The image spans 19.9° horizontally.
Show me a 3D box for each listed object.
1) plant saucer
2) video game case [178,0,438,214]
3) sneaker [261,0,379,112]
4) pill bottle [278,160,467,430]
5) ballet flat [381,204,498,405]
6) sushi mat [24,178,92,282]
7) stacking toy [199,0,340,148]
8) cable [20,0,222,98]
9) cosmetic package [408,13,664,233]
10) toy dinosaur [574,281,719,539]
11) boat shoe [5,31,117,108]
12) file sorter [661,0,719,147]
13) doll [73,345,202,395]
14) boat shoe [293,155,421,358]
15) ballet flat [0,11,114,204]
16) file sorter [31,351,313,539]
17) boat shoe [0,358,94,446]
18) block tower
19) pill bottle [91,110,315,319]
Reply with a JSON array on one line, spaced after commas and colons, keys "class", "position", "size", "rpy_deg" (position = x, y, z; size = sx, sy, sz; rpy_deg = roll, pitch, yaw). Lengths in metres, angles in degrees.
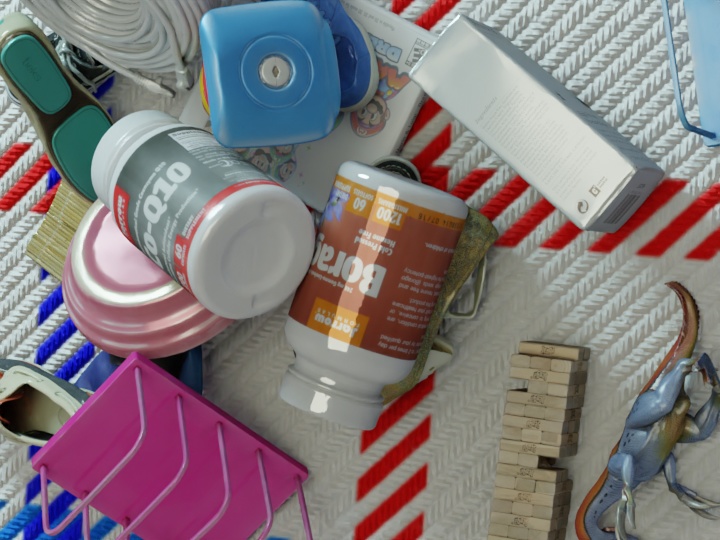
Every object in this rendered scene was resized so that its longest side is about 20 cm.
[{"class": "plant saucer", "position": [-0.173, -0.019, 1.776], "size": [0.200, 0.051, 0.201], "rpy_deg": [-12, 52, 16]}, {"class": "video game case", "position": [-0.044, -0.160, 1.792], "size": [0.200, 0.024, 0.182], "rpy_deg": [30, 100, 20]}, {"class": "sneaker", "position": [-0.059, -0.226, 1.726], "size": [0.077, 0.111, 0.200], "rpy_deg": [-27, 80, 20]}, {"class": "pill bottle", "position": [0.005, 0.021, 1.658], "size": [0.112, 0.112, 0.201], "rpy_deg": [21, 95, 21]}, {"class": "ballet flat", "position": [0.060, 0.040, 1.730], "size": [0.071, 0.071, 0.200], "rpy_deg": [28, 101, 20]}, {"class": "sushi mat", "position": [-0.215, -0.002, 1.865], "size": [0.200, 0.012, 0.096], "rpy_deg": [36, 102, 19]}, {"class": "stacking toy", "position": [-0.097, -0.152, 1.720], "size": [0.109, 0.200, 0.116], "rpy_deg": [-7, 89, -18]}, {"class": "cable", "position": [-0.210, -0.249, 1.705], "size": [0.200, 0.200, 0.069], "rpy_deg": [28, 63, 5]}, {"class": "cosmetic package", "position": [0.145, -0.119, 1.674], "size": [0.200, 0.102, 0.074], "rpy_deg": [44, 104, 16]}, {"class": "toy dinosaur", "position": [0.239, 0.147, 1.664], "size": [0.181, 0.105, 0.200], "rpy_deg": [-40, 37, 30]}, {"class": "boat shoe", "position": [-0.245, -0.197, 1.851], "size": [0.199, 0.068, 0.074], "rpy_deg": [-14, 84, 21]}, {"class": "file sorter", "position": [0.343, -0.183, 1.581], "size": [0.199, 0.123, 0.139], "rpy_deg": [-9, 86, 21]}, {"class": "doll", "position": [-0.188, 0.083, 1.821], "size": [0.200, 0.048, 0.137], "rpy_deg": [-47, 67, 23]}, {"class": "boat shoe", "position": [0.000, 0.000, 1.742], "size": [0.075, 0.060, 0.201], "rpy_deg": [18, 101, -2]}, {"class": "ballet flat", "position": [-0.270, -0.147, 1.823], "size": [0.069, 0.070, 0.200], "rpy_deg": [-9, 129, 22]}, {"class": "file sorter", "position": [-0.154, 0.198, 1.722], "size": [0.200, 0.126, 0.139], "rpy_deg": [37, 108, -26]}, {"class": "boat shoe", "position": [-0.297, 0.123, 1.826], "size": [0.200, 0.062, 0.071], "rpy_deg": [14, 98, 34]}, {"class": "block tower", "position": [0.145, 0.160, 1.693], "size": [0.058, 0.054, 0.201], "rpy_deg": [6, 91, 23]}, {"class": "pill bottle", "position": [-0.134, -0.051, 1.667], "size": [0.200, 0.114, 0.114], "rpy_deg": [36, 104, 47]}]
